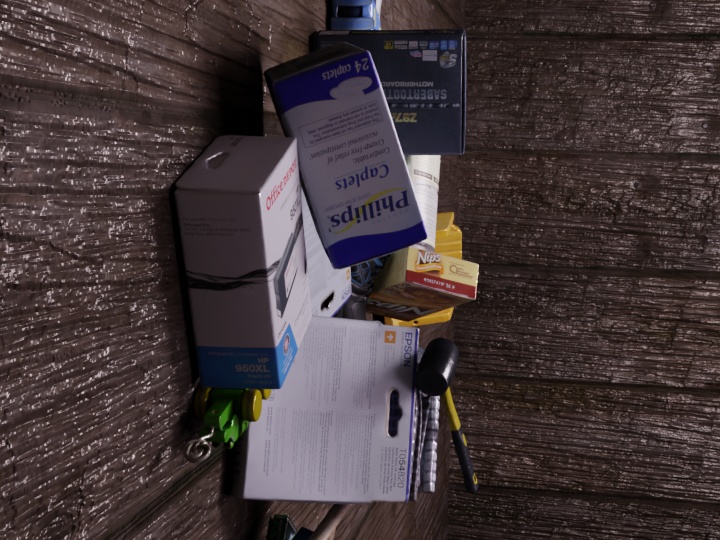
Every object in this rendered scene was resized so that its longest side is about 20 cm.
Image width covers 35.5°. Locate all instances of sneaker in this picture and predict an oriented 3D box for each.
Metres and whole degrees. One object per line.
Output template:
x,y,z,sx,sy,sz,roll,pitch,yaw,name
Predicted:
0.000,0.000,1.526,0.073,0.081,0.202,-79,168,-70,sneaker
-0.006,-0.356,1.545,0.201,0.073,0.083,80,18,-45,sneaker

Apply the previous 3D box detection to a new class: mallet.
0.104,0.178,1.282,0.066,0.041,0.202,-53,134,-59,mallet

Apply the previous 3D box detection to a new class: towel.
-0.009,0.182,1.316,0.085,0.198,0.167,31,61,-59,towel

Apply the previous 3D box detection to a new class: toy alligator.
-0.126,0.140,1.060,0.200,0.059,0.055,-67,157,-62,toy alligator

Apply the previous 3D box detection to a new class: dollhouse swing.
0.116,0.028,2.062,0.176,0.180,0.202,-109,-167,-59,dollhouse swing

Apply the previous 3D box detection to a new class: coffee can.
0.046,-0.118,1.672,0.146,0.145,0.202,49,45,-75,coffee can

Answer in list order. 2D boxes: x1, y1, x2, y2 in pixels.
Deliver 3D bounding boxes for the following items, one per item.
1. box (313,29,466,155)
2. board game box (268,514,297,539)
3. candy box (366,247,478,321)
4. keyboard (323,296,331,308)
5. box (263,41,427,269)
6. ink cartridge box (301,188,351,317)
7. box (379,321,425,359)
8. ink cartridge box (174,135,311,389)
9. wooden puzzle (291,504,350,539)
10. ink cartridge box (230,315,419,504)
0.039,-0.233,1.472,0.051,0.198,0.159,-73,163,-69,box
-0.089,0.389,1.411,0.201,0.023,0.106,75,19,-58,board game box
0.068,0.022,1.601,0.200,0.115,0.056,-26,-126,62,candy box
-0.046,0.005,1.560,0.201,0.020,0.128,79,12,-49,keyboard
-0.020,-0.125,1.179,0.184,0.104,0.202,-117,-172,-75,box
-0.059,-0.033,1.385,0.196,0.043,0.202,-45,139,-65,ink cartridge box
0.016,0.172,1.553,0.149,0.107,0.200,-61,173,12,box
-0.106,-0.010,1.065,0.145,0.083,0.202,-69,158,-61,ink cartridge box
-0.084,0.366,1.254,0.185,0.046,0.201,-41,152,-62,wooden puzzle
-0.037,0.150,1.221,0.041,0.198,0.202,169,-73,-64,ink cartridge box
